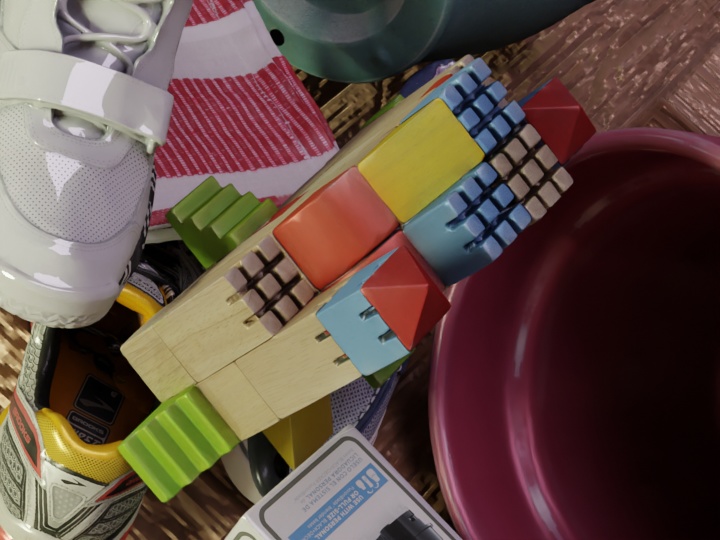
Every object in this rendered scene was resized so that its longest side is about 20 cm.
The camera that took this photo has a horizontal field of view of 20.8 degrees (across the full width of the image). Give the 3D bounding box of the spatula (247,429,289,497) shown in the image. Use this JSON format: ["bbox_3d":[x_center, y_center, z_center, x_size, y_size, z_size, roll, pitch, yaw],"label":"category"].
[{"bbox_3d":[-0.042,0.002,0.760,0.057,0.020,0.201,46,26,-45],"label":"spatula"}]

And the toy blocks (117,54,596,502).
[{"bbox_3d":[0.010,-0.017,0.670,0.100,0.136,0.200,51,50,-7],"label":"toy blocks"}]

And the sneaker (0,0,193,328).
[{"bbox_3d":[-0.092,-0.085,0.668,0.074,0.115,0.201,14,49,-16],"label":"sneaker"}]

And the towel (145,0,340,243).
[{"bbox_3d":[-0.100,-0.095,0.766,0.143,0.023,0.201,-9,57,-35],"label":"towel"}]

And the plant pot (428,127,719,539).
[{"bbox_3d":[0.156,0.051,0.793,0.178,0.200,0.201,5,52,-46],"label":"plant pot"}]

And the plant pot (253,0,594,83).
[{"bbox_3d":[0.031,-0.182,0.875,0.200,0.200,0.188,43,44,6],"label":"plant pot"}]

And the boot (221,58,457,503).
[{"bbox_3d":[0.000,0.000,0.796,0.072,0.090,0.201,26,47,-10],"label":"boot"}]

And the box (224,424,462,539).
[{"bbox_3d":[0.026,0.165,0.666,0.200,0.117,0.060,46,46,8],"label":"box"}]

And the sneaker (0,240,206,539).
[{"bbox_3d":[-0.085,0.019,0.737,0.077,0.082,0.201,20,47,-14],"label":"sneaker"}]
